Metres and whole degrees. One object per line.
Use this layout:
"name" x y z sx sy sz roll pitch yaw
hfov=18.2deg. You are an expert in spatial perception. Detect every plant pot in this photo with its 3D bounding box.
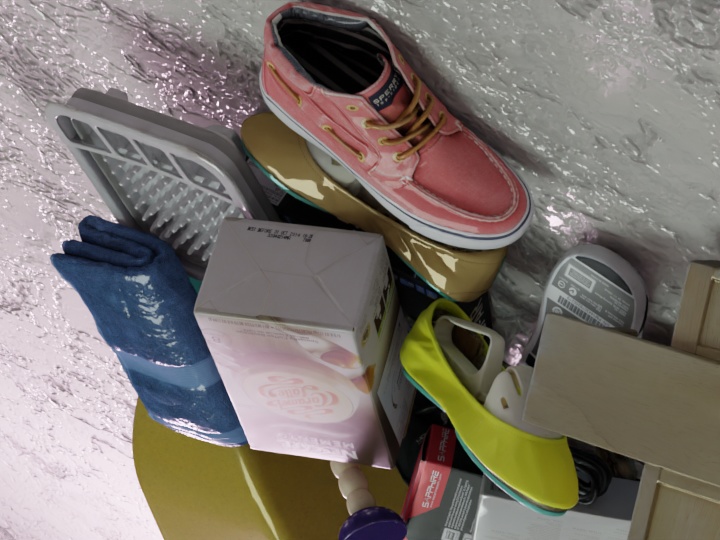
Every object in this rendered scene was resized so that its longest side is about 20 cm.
"plant pot" -0.074 0.138 1.876 0.194 0.196 0.200 14 142 41

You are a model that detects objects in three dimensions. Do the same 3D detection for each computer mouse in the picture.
"computer mouse" 0.147 0.058 1.493 0.110 0.044 0.200 36 132 18

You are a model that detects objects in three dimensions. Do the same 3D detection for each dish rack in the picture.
"dish rack" -0.119 -0.055 1.586 0.172 0.044 0.200 20 154 32

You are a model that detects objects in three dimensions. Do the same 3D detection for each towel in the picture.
"towel" -0.151 0.053 1.697 0.112 0.049 0.200 15 142 39

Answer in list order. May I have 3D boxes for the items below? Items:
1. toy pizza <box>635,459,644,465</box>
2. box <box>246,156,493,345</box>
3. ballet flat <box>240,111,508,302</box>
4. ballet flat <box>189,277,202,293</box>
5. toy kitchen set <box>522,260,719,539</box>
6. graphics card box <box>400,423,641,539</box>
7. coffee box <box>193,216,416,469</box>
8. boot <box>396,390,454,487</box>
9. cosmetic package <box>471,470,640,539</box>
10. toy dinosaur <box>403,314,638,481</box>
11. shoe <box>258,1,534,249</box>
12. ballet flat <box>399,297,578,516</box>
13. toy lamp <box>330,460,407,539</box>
"toy pizza" 0.236 0.107 1.556 0.200 0.032 0.200 30 160 12
"box" 0.000 0.000 1.649 0.200 0.044 0.160 26 157 19
"ballet flat" 0.014 -0.057 1.505 0.200 0.069 0.063 34 131 -8
"ballet flat" -0.087 0.020 1.796 0.200 0.071 0.065 27 173 28
"toy kitchen set" 0.218 0.089 1.424 0.163 0.200 0.180 17 -170 31
"graphics card box" 0.128 0.195 1.642 0.200 0.051 0.126 15 123 1
"coffee box" -0.032 0.053 1.550 0.114 0.080 0.200 7 150 15
"boot" 0.071 0.176 1.768 0.198 0.073 0.162 66 175 -25
"cosmetic package" 0.178 0.189 1.570 0.200 0.051 0.083 10 122 2
"toy dinosaur" 0.107 0.091 1.601 0.200 0.047 0.088 30 151 -6
"shoe" 0.021 -0.089 1.384 0.200 0.071 0.091 35 165 10
"ballet flat" 0.086 0.081 1.465 0.067 0.067 0.200 9 -157 -32
"toy lamp" -0.022 0.118 1.661 0.058 0.058 0.200 67 -177 -55
